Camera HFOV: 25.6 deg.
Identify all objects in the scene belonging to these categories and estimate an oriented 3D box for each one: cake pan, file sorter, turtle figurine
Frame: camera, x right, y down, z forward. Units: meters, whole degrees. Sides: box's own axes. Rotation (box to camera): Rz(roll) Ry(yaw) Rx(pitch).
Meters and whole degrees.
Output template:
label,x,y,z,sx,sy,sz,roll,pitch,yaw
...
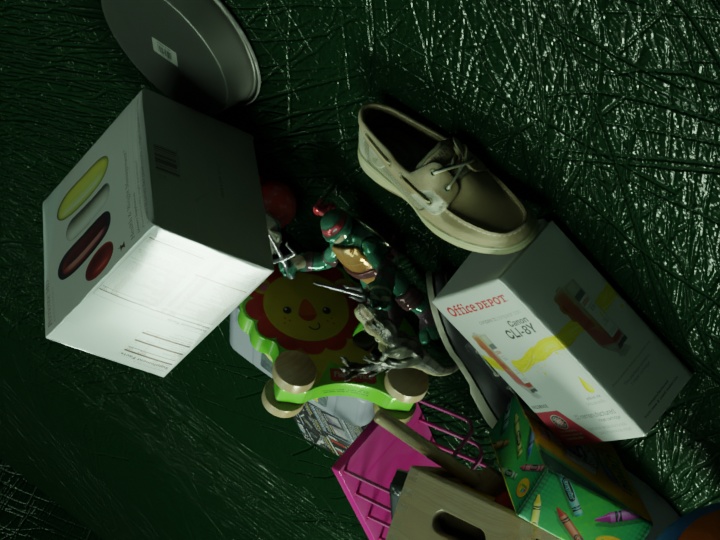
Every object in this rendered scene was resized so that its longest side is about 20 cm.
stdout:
label,x,y,z,sx,sy,sz,roll,pitch,yaw
cake pan,-0.187,-0.235,1.602,0.200,0.037,0.200,35,155,18
file sorter,0.083,0.267,1.892,0.125,0.139,0.200,21,148,39
turtle figurine,0.000,0.000,1.626,0.200,0.101,0.150,44,167,-35

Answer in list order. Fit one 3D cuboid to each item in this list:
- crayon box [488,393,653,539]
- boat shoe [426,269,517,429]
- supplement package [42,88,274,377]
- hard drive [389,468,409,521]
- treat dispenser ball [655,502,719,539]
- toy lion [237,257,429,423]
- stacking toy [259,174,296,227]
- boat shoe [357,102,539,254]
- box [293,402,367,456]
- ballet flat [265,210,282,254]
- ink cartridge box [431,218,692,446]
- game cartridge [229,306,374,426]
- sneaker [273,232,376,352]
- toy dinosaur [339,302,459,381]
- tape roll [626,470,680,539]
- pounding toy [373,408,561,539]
label,x,y,z,sx,sy,sz,roll,pitch,yaw
crayon box,0.201,0.201,1.539,0.119,0.058,0.200,28,-168,-11
boat shoe,0.127,0.075,1.626,0.063,0.073,0.200,-20,117,16
supplement package,-0.213,-0.036,1.622,0.147,0.191,0.200,22,130,-34
hard drive,0.130,0.295,1.744,0.200,0.033,0.140,15,142,16
treat dispenser ball,0.353,0.314,1.462,0.201,0.201,0.201,35,155,19
toy lion,-0.034,0.068,1.731,0.200,0.192,0.069,6,142,-14
stacking toy,-0.155,-0.092,1.749,0.200,0.085,0.085,23,150,30
boat shoe,0.073,-0.084,1.406,0.200,0.072,0.065,37,157,29
box,-0.037,0.167,2.024,0.158,0.050,0.200,22,149,40
ballet flat,-0.143,-0.014,1.732,0.072,0.072,0.200,47,155,-8
ink cartridge box,0.182,0.061,1.456,0.200,0.083,0.145,47,157,-9
game cartridge,-0.066,0.104,1.831,0.200,0.041,0.133,31,158,11
sneaker,-0.070,0.037,1.837,0.201,0.067,0.108,39,154,4
toy dinosaur,0.035,0.087,1.624,0.088,0.047,0.200,-20,153,26
tape roll,0.265,0.283,1.722,0.200,0.066,0.200,34,155,19
pounding toy,0.118,0.244,1.577,0.200,0.142,0.184,22,-175,37
